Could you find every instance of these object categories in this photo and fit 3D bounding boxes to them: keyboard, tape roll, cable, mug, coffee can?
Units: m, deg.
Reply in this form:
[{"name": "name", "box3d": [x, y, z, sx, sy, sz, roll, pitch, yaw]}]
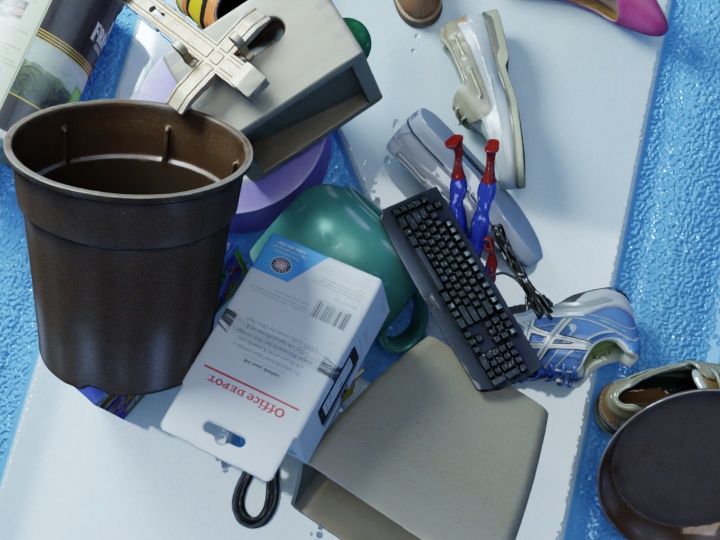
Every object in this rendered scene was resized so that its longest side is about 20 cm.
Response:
[{"name": "keyboard", "box3d": [0.112, 0.009, 1.163, 0.126, 0.021, 0.201, -23, 77, -31]}, {"name": "tape roll", "box3d": [-0.130, -0.145, 1.289, 0.198, 0.085, 0.202, 0, 77, 1]}, {"name": "cable", "box3d": [-0.084, 0.156, 1.241, 0.097, 0.050, 0.201, 31, 79, 8]}, {"name": "mug", "box3d": [-0.008, -0.008, 1.226, 0.115, 0.185, 0.152, -49, 61, 7]}, {"name": "coffee can", "box3d": [-0.350, -0.221, 1.276, 0.145, 0.146, 0.201, 21, 79, 5]}]

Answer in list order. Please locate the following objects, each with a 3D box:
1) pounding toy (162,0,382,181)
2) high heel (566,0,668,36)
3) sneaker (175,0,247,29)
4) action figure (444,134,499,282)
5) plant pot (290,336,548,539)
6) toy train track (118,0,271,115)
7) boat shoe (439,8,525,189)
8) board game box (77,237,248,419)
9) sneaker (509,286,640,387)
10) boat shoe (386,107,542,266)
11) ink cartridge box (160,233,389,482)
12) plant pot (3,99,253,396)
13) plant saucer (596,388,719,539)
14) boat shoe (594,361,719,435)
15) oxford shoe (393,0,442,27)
[{"name": "pounding toy", "box3d": [-0.068, -0.207, 1.180, 0.199, 0.184, 0.143, -33, 80, 2]}, {"name": "high heel", "box3d": [0.229, -0.293, 1.321, 0.200, 0.067, 0.096, 42, 72, 14]}, {"name": "sneaker", "box3d": [-0.102, -0.328, 1.322, 0.200, 0.070, 0.090, -44, 55, -3]}, {"name": "action figure", "box3d": [0.106, -0.031, 1.239, 0.065, 0.052, 0.201, 7, 117, 15]}, {"name": "plant pot", "box3d": [0.068, 0.185, 1.172, 0.199, 0.200, 0.178, 32, 68, 7]}, {"name": "toy train track", "box3d": [-0.156, -0.211, 1.083, 0.200, 0.033, 0.115, 39, 83, 29]}, {"name": "boat shoe", "box3d": [0.130, -0.175, 1.304, 0.068, 0.075, 0.202, -10, 71, 4]}, {"name": "board game box", "box3d": [-0.196, 0.050, 1.222, 0.045, 0.135, 0.200, 39, 81, 9]}, {"name": "sneaker", "box3d": [0.185, 0.078, 1.233, 0.199, 0.076, 0.077, -18, 51, -1]}, {"name": "boat shoe", "box3d": [0.108, -0.075, 1.287, 0.065, 0.074, 0.200, -41, 85, 24]}, {"name": "ink cartridge box", "box3d": [-0.071, 0.083, 1.067, 0.115, 0.068, 0.201, 23, 68, 18]}, {"name": "plant pot", "box3d": [-0.197, -0.015, 1.046, 0.199, 0.201, 0.200, 9, 117, 3]}, {"name": "plant saucer", "box3d": [0.324, 0.190, 1.191, 0.198, 0.035, 0.202, 0, 119, 0]}, {"name": "boat shoe", "box3d": [0.336, 0.128, 1.225, 0.198, 0.068, 0.075, -9, 72, -3]}, {"name": "oxford shoe", "box3d": [0.036, -0.367, 1.343, 0.071, 0.071, 0.201, -27, 77, -4]}]
